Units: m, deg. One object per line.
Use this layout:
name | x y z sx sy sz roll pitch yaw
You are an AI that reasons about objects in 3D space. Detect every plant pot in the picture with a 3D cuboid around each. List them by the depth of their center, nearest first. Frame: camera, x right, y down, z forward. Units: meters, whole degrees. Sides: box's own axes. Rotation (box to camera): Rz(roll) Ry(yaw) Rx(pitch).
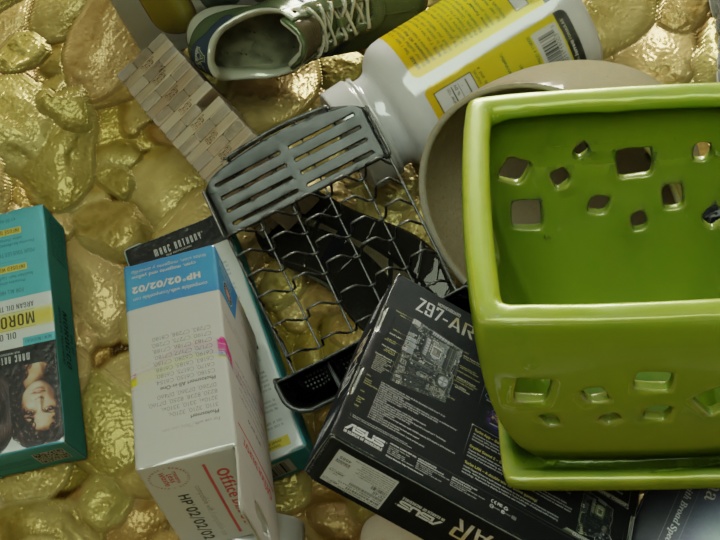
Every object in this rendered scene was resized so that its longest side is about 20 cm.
plant pot | 0.163 0.019 0.866 0.199 0.182 0.200 -3 44 5

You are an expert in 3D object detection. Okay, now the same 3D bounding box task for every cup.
cup | 0.163 -0.071 1.049 0.200 0.200 0.143 26 43 19

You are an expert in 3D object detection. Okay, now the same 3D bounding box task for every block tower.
block tower | -0.117 -0.108 1.151 0.054 0.058 0.200 -44 56 2

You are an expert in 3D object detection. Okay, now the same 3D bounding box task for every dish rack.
dish rack | -0.020 -0.016 1.039 0.153 0.055 0.200 -27 82 4

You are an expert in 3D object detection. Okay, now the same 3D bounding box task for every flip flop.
flip flop | 0.000 0.000 1.112 0.200 0.058 0.081 31 82 35

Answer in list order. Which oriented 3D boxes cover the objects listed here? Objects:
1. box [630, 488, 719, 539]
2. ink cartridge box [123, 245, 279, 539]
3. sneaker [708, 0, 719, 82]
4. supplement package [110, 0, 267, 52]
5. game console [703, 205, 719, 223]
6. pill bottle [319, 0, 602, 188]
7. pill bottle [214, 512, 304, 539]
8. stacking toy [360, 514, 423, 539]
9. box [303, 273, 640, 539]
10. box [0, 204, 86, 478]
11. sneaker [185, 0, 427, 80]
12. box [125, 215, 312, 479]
box | 0.272 0.197 0.943 0.198 0.123 0.200 23 74 16
ink cartridge box | -0.103 0.100 0.959 0.068 0.115 0.200 -14 52 4
sneaker | 0.300 -0.180 1.094 0.075 0.116 0.200 -12 66 5
supplement package | -0.144 -0.299 1.176 0.152 0.200 0.151 -16 67 4
game console | 0.337 -0.032 1.027 0.200 0.116 0.176 15 71 16
pill bottle | 0.075 -0.149 1.124 0.200 0.112 0.113 -31 66 -3
pill bottle | -0.083 0.267 0.984 0.111 0.111 0.200 -1 68 10
stacking toy | 0.101 0.143 1.007 0.146 0.146 0.200 20 58 17
box | 0.081 0.109 0.926 0.200 0.044 0.160 29 40 -4
box | -0.267 0.054 1.137 0.082 0.049 0.200 -13 66 5
sneaker | -0.039 -0.188 1.160 0.200 0.067 0.090 -13 25 -1
box | -0.105 0.063 1.096 0.082 0.049 0.200 -22 66 1
